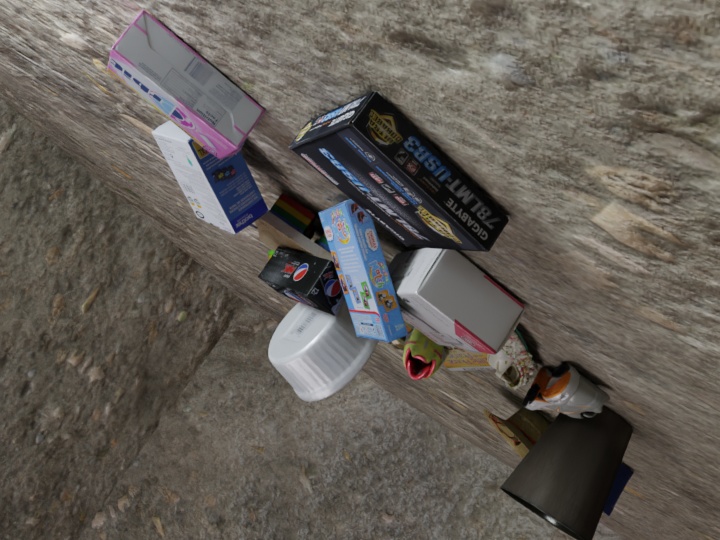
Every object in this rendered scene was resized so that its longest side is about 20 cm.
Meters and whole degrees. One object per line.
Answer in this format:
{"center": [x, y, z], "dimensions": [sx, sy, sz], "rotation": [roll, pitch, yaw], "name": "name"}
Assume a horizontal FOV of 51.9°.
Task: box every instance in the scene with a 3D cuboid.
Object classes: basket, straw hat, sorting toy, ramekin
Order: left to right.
{"center": [-0.083, -0.047, 1.308], "dimensions": [0.198, 0.070, 0.200], "rotation": [34, 168, 3], "name": "sorting toy"}
{"center": [-0.068, 0.120, 1.298], "dimensions": [0.098, 0.201, 0.200], "rotation": [46, 165, -23], "name": "ramekin"}
{"center": [0.367, 0.351, 1.622], "dimensions": [0.201, 0.085, 0.201], "rotation": [48, 172, 9], "name": "straw hat"}
{"center": [0.355, 0.323, 1.237], "dimensions": [0.136, 0.201, 0.180], "rotation": [42, 166, -32], "name": "basket"}

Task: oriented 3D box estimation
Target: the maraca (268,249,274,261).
{"center": [-0.117, 0.016, 1.570], "dimensions": [0.137, 0.107, 0.200], "rotation": [20, 162, 49], "name": "maraca"}

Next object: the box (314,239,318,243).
{"center": [-0.027, 0.027, 1.448], "dimensions": [0.200, 0.075, 0.050], "rotation": [36, 169, 0], "name": "box"}

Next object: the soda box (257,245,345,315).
{"center": [-0.093, 0.015, 1.229], "dimensions": [0.063, 0.071, 0.200], "rotation": [39, 168, -29], "name": "soda box"}

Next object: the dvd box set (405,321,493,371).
{"center": [0.148, 0.108, 1.278], "dimensions": [0.200, 0.030, 0.146], "rotation": [41, 149, -27], "name": "dvd box set"}

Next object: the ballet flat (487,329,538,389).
{"center": [0.234, 0.137, 1.160], "dimensions": [0.076, 0.064, 0.200], "rotation": [39, 173, 39], "name": "ballet flat"}

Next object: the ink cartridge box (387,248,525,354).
{"center": [0.118, 0.042, 1.057], "dimensions": [0.146, 0.083, 0.200], "rotation": [37, 168, -12], "name": "ink cartridge box"}

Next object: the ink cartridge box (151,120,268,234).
{"center": [-0.230, -0.142, 1.165], "dimensions": [0.136, 0.076, 0.201], "rotation": [23, 142, 49], "name": "ink cartridge box"}

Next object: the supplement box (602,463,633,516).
{"center": [0.479, 0.441, 1.605], "dimensions": [0.109, 0.109, 0.200], "rotation": [35, 169, -2], "name": "supplement box"}

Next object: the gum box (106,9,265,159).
{"center": [-0.223, -0.230, 0.959], "dimensions": [0.200, 0.066, 0.113], "rotation": [38, 168, -18], "name": "gum box"}

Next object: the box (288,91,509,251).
{"center": [0.035, -0.099, 0.811], "dimensions": [0.200, 0.050, 0.198], "rotation": [40, 167, -20], "name": "box"}

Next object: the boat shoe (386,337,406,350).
{"center": [0.068, 0.125, 1.463], "dimensions": [0.073, 0.063, 0.201], "rotation": [38, -172, -8], "name": "boat shoe"}

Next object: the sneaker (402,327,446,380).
{"center": [0.101, 0.150, 1.257], "dimensions": [0.078, 0.091, 0.200], "rotation": [18, 153, 12], "name": "sneaker"}

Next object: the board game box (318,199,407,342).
{"center": [0.000, 0.000, 1.072], "dimensions": [0.151, 0.036, 0.201], "rotation": [175, 76, -73], "name": "board game box"}

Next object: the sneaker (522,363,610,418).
{"center": [0.324, 0.204, 1.173], "dimensions": [0.092, 0.076, 0.200], "rotation": [30, 170, 2], "name": "sneaker"}
